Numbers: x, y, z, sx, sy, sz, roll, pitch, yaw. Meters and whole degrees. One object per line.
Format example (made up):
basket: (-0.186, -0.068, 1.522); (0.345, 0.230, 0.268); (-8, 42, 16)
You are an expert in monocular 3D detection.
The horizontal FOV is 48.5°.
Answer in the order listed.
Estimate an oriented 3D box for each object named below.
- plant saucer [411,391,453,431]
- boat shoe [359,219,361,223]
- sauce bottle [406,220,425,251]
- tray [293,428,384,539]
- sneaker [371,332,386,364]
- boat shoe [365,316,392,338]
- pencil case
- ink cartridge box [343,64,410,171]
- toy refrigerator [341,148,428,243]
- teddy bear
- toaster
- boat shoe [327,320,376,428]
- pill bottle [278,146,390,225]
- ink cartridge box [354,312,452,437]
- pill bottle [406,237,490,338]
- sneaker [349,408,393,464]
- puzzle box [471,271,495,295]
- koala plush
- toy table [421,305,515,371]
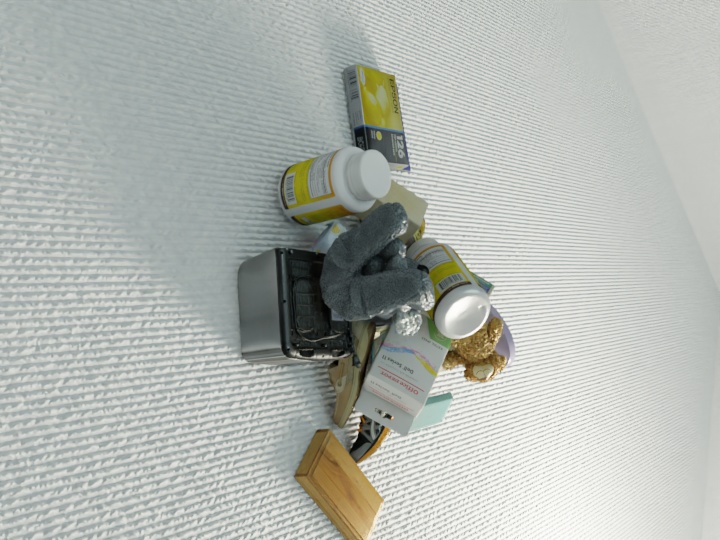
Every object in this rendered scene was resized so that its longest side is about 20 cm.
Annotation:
plant saucer: (0.136, 0.288, 1.612); (0.199, 0.019, 0.071); (6, 111, -61)
boat shoe: (0.026, -0.052, 1.568); (0.075, 0.073, 0.206); (52, 47, -47)
sauce bottle: (0.087, -0.056, 1.618); (0.067, 0.065, 0.201); (62, 26, -20)
tray: (-0.033, 0.386, 1.408); (0.202, 0.036, 0.100); (56, 43, -26)
sneaker: (0.089, 0.199, 1.532); (0.079, 0.128, 0.206); (14, 70, -59)
boat shoe: (-0.003, 0.112, 1.496); (0.196, 0.071, 0.064); (-10, 104, -40)
pencil case: (0.000, 0.000, 1.451); (0.198, 0.083, 0.092); (37, 92, -7)
ink cartridge box: (0.050, -0.318, 1.689); (0.197, 0.046, 0.204); (-4, 84, -50)
toy refrigerator: (0.025, -0.140, 1.513); (0.197, 0.076, 0.071); (31, 52, -8)
teddy bear: (0.216, 0.139, 1.547); (0.141, 0.067, 0.205); (-14, 112, -13)
toaster: (-0.101, 0.071, 1.331); (0.179, 0.117, 0.206); (6, 75, -50)
boat shoe: (-0.025, 0.180, 1.422); (0.071, 0.063, 0.205); (-43, 148, -76)
pill bottle: (-0.044, -0.147, 1.377); (0.108, 0.197, 0.113); (10, 76, -45)
ink cartridge box: (0.079, 0.177, 1.425); (0.115, 0.068, 0.203); (26, 58, 3)
pill bottle: (0.152, 0.025, 1.464); (0.109, 0.109, 0.201); (43, 11, -37)
sneaker: (0.030, 0.263, 1.470); (0.076, 0.078, 0.202); (33, 78, -1)
puzzle box: (0.173, 0.017, 1.645); (0.197, 0.026, 0.133); (31, 31, 12)
koala plush: (0.043, 0.016, 1.329); (0.199, 0.181, 0.181); (26, 41, -64)
toy table: (0.223, 0.135, 1.692); (0.115, 0.199, 0.188); (-13, 125, -34)
